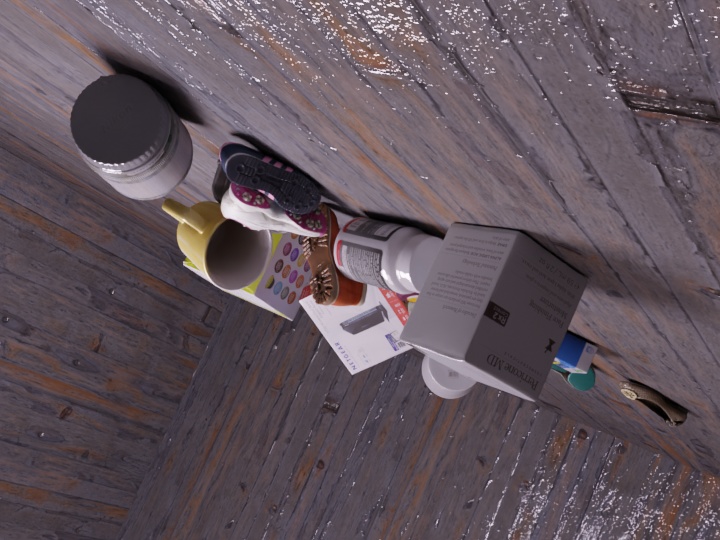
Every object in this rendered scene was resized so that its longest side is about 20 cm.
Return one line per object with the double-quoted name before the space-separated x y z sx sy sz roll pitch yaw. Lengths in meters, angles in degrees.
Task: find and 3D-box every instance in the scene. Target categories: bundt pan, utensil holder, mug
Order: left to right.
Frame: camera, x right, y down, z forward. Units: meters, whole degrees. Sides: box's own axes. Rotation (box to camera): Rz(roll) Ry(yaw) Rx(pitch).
"mug" -0.268 -0.074 1.714 0.153 0.149 0.188 27 141 45
"bundt pan" -0.203 -0.134 1.797 0.200 0.076 0.202 25 173 3
"utensil holder" 0.262 0.270 2.631 0.169 0.171 0.200 24 169 6

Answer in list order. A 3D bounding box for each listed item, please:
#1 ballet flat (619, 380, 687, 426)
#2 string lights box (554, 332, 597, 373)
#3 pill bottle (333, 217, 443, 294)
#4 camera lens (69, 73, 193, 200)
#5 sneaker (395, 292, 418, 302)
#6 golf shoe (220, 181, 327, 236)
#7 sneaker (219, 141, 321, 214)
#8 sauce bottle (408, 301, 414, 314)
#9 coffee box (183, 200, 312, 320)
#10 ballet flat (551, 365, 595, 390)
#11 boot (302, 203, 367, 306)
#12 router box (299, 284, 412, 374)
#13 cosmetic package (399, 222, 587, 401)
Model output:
"ballet flat" 0.648 0.297 2.060 0.199 0.047 0.067 29 170 -25
"string lights box" 0.362 0.137 1.863 0.199 0.059 0.103 26 173 -1
"pill bottle" 0.055 -0.023 1.585 0.114 0.115 0.199 31 170 -39
"camera lens" -0.363 -0.210 1.494 0.159 0.161 0.200 24 172 6
"sneaker" 0.159 0.055 1.622 0.198 0.091 0.075 -4 164 11
"golf shoe" -0.153 -0.102 1.633 0.199 0.076 0.091 23 140 -28
"sneaker" -0.151 -0.163 1.564 0.199 0.070 0.082 28 -163 -40
"sauce bottle" 0.185 0.069 1.735 0.198 0.065 0.065 2 -177 -28
"coffee box" -0.218 -0.039 1.990 0.199 0.201 0.198 22 170 27
"ballet flat" 0.456 0.204 2.052 0.200 0.067 0.064 34 -165 -43
"boot" -0.043 -0.025 1.707 0.107 0.202 0.075 10 151 -38
"router box" 0.009 0.086 1.806 0.201 0.178 0.049 55 -157 -22
"cosmetic package" 0.196 0.059 1.377 0.164 0.202 0.164 29 171 -32
